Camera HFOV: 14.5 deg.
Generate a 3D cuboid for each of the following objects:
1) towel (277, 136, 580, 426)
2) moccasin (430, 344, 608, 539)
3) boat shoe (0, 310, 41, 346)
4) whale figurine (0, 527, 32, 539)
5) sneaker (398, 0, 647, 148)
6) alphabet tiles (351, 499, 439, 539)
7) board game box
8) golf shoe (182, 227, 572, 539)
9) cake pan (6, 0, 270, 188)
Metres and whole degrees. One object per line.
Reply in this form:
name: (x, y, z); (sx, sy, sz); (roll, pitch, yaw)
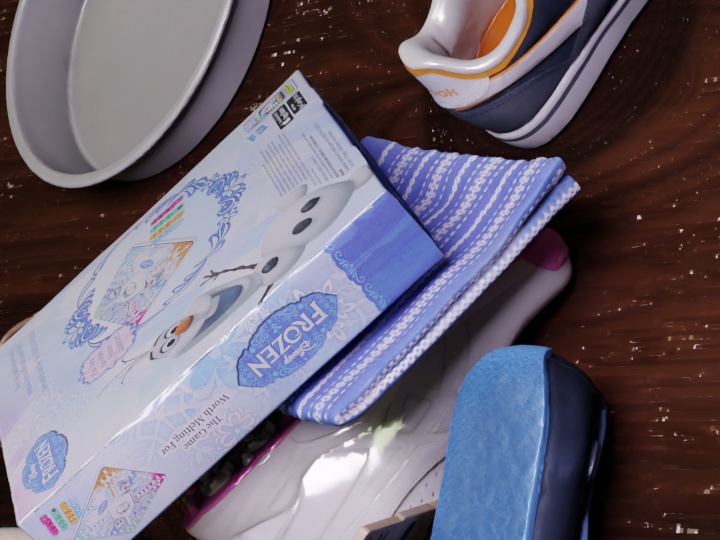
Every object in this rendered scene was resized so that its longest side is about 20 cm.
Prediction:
towel: (0.000, 0.000, 1.192); (0.145, 0.024, 0.200); (-47, 19, -12)
moccasin: (0.064, 0.132, 1.102); (0.080, 0.068, 0.201); (12, 84, 45)
boat shoe: (-0.104, 0.048, 1.341); (0.200, 0.072, 0.076); (-9, 67, 49)
whale figurine: (-0.155, 0.213, 1.241); (0.104, 0.158, 0.201); (113, 158, -87)
sneaker: (0.090, -0.150, 1.190); (0.200, 0.079, 0.078); (-61, 37, 9)
alphabet tiles: (-0.030, 0.175, 1.133); (0.006, 0.166, 0.200); (38, 107, 17)
board game box: (-0.070, 0.018, 1.205); (0.199, 0.043, 0.200); (-41, 21, 4)
golf shoe: (0.020, 0.064, 1.192); (0.200, 0.092, 0.075); (-40, 9, 6)
cake pan: (-0.112, -0.134, 1.464); (0.200, 0.037, 0.201); (-26, 55, 43)
